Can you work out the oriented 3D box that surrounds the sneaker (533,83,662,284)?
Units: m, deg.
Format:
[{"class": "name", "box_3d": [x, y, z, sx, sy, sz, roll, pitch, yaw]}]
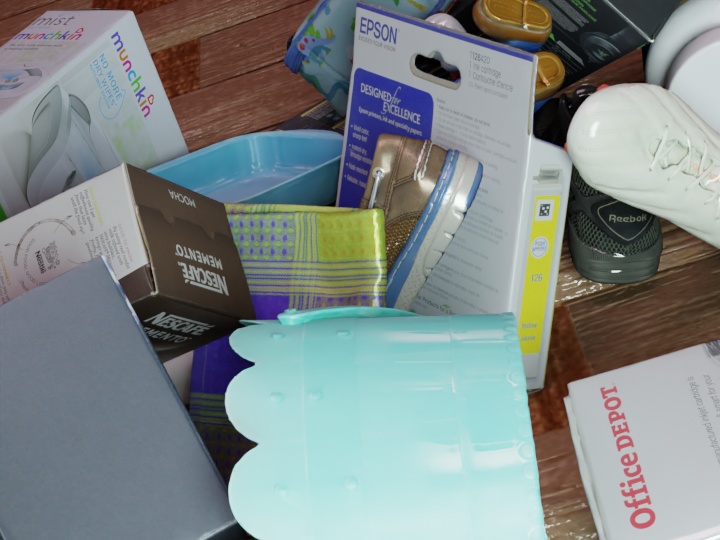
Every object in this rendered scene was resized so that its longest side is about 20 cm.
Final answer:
[{"class": "sneaker", "box_3d": [0.156, -0.087, 1.148, 0.076, 0.115, 0.200, 0, 30, -4]}]

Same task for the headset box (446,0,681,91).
[{"class": "headset box", "box_3d": [0.166, -0.221, 1.168, 0.175, 0.093, 0.200, -54, 10, -18]}]

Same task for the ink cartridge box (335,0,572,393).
[{"class": "ink cartridge box", "box_3d": [0.053, -0.051, 1.088, 0.047, 0.202, 0.197, -1, 17, -32]}]

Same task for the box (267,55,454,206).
[{"class": "box", "box_3d": [0.011, -0.091, 1.321, 0.199, 0.049, 0.161, -32, 33, -20]}]

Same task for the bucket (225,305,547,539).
[{"class": "bucket", "box_3d": [0.019, 0.115, 0.837, 0.134, 0.208, 0.208, -7, 31, 3]}]

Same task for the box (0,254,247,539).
[{"class": "box", "box_3d": [-0.134, 0.107, 0.894, 0.107, 0.200, 0.149, -27, 74, -10]}]

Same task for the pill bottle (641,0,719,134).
[{"class": "pill bottle", "box_3d": [0.247, -0.148, 1.183, 0.115, 0.116, 0.200, -13, 26, 13]}]

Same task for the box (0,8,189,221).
[{"class": "box", "box_3d": [-0.211, -0.056, 1.253, 0.096, 0.201, 0.177, 6, 38, 37]}]

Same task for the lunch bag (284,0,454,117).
[{"class": "lunch bag", "box_3d": [0.036, -0.217, 1.295, 0.200, 0.082, 0.161, -48, 3, 47]}]

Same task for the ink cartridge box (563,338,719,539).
[{"class": "ink cartridge box", "box_3d": [0.211, 0.098, 0.854, 0.199, 0.084, 0.146, -17, 30, 7]}]

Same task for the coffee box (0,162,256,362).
[{"class": "coffee box", "box_3d": [-0.176, 0.023, 1.005, 0.199, 0.113, 0.080, -24, 70, 21]}]

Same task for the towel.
[{"class": "towel", "box_3d": [-0.046, 0.062, 1.008, 0.143, 0.202, 0.023, 4, -3, 38]}]

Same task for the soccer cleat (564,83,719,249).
[{"class": "soccer cleat", "box_3d": [0.195, -0.054, 1.023, 0.078, 0.199, 0.070, 39, 101, 43]}]

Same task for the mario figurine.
[{"class": "mario figurine", "box_3d": [0.057, -0.088, 1.161, 0.106, 0.200, 0.124, 30, 52, 2]}]

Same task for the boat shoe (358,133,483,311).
[{"class": "boat shoe", "box_3d": [0.000, 0.000, 1.051, 0.072, 0.201, 0.072, 27, 29, -3]}]

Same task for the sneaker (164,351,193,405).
[{"class": "sneaker", "box_3d": [-0.164, 0.114, 1.094, 0.072, 0.072, 0.200, 36, 54, 25]}]

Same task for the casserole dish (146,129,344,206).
[{"class": "casserole dish", "box_3d": [-0.085, -0.053, 1.190, 0.120, 0.039, 0.200, 7, 22, 37]}]
